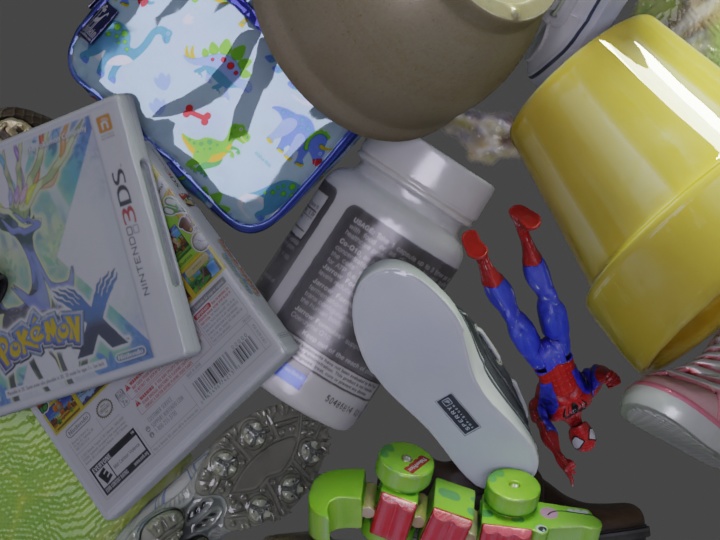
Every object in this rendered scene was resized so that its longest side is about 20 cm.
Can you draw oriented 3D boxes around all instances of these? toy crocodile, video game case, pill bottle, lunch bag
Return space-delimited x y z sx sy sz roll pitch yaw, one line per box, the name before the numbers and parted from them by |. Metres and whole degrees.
toy crocodile | 0.063 0.168 1.369 0.200 0.062 0.068 13 120 -4
video game case | -0.214 -0.005 1.403 0.200 0.022 0.183 -18 85 31
video game case | -0.160 0.043 1.404 0.200 0.023 0.182 -43 75 27
pill bottle | 0.000 0.000 1.417 0.114 0.114 0.200 34 93 -2
lunch bag | -0.093 -0.140 1.425 0.161 0.082 0.200 -45 94 -1

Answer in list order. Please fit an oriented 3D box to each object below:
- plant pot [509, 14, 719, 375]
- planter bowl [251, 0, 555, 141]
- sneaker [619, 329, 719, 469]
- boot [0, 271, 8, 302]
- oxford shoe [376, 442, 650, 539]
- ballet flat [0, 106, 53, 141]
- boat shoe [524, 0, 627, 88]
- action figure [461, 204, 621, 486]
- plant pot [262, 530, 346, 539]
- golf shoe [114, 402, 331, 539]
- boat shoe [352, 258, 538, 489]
plant pot | 0.207 -0.061 1.383 0.201 0.201 0.189 -40 77 2
planter bowl | 0.046 -0.196 1.317 0.200 0.135 0.201 12 70 -38
sneaker | 0.244 0.076 1.395 0.075 0.200 0.105 21 86 32
boot | -0.285 -0.032 1.398 0.132 0.070 0.200 43 125 19
oxford shoe | 0.111 0.158 1.450 0.199 0.073 0.085 9 83 -5
ballet flat | -0.194 -0.040 1.447 0.067 0.046 0.200 -43 93 2
boat shoe | 0.152 -0.203 1.382 0.067 0.074 0.200 28 136 -7
action figure | 0.136 0.063 1.403 0.065 0.099 0.200 -28 125 -4
plant pot | 0.032 0.268 1.410 0.173 0.200 0.201 -8 94 -15
golf shoe | -0.112 0.161 1.448 0.200 0.097 0.078 -39 107 -25
boat shoe | 0.060 0.061 1.378 0.072 0.068 0.200 -29 118 20
